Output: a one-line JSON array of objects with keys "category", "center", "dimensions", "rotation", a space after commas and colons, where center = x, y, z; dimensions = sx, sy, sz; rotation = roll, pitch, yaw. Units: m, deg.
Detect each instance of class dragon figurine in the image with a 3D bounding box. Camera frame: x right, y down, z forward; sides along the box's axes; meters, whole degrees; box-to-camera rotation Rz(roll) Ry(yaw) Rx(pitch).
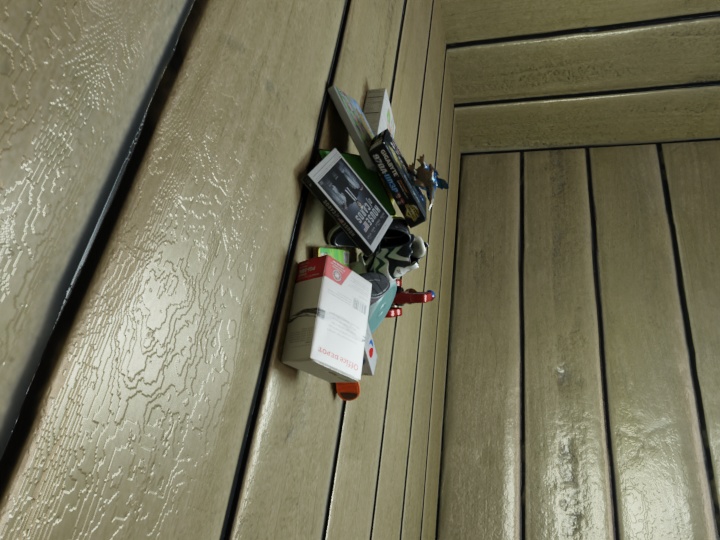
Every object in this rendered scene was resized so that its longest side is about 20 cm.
[{"category": "dragon figurine", "center": [0.164, -0.199, 1.274], "dimensions": [0.099, 0.059, 0.202], "rotation": [36, 23, -40]}]

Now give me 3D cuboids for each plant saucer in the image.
[{"category": "plant saucer", "center": [0.041, 0.092, 1.393], "dimensions": [0.201, 0.036, 0.201], "rotation": [-53, 163, -24]}]

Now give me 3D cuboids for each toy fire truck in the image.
[{"category": "toy fire truck", "center": [0.133, 0.081, 1.635], "dimensions": [0.200, 0.165, 0.114], "rotation": [5, 85, -73]}]

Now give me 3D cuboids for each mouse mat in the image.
[{"category": "mouse mat", "center": [-0.004, -0.192, 1.217], "dimensions": [0.199, 0.007, 0.163], "rotation": [-6, 68, -54]}]

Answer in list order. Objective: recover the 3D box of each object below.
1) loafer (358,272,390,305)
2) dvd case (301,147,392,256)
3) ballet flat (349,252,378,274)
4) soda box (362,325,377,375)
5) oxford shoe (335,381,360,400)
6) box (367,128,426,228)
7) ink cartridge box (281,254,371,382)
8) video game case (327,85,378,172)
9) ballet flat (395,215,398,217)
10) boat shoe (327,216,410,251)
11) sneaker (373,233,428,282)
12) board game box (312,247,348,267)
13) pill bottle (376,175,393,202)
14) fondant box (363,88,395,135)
[{"category": "loafer", "center": [-0.015, 0.061, 1.221], "dimensions": [0.199, 0.072, 0.063], "rotation": [-24, 155, -44]}, {"category": "dvd case", "center": [-0.021, -0.143, 1.131], "dimensions": [0.200, 0.025, 0.151], "rotation": [49, 35, -12]}, {"category": "ballet flat", "center": [0.000, 0.000, 1.360], "dimensions": [0.069, 0.067, 0.201], "rotation": [66, 29, -22]}, {"category": "soda box", "center": [-0.012, 0.166, 1.309], "dimensions": [0.064, 0.067, 0.202], "rotation": [-75, 158, -43]}, {"category": "oxford shoe", "center": [-0.038, 0.196, 1.252], "dimensions": [0.073, 0.070, 0.203], "rotation": [-97, -176, -62]}, {"category": "box", "center": [0.089, -0.215, 1.271], "dimensions": [0.202, 0.046, 0.159], "rotation": [58, 18, -18]}, {"category": "ink cartridge box", "center": [-0.060, 0.096, 1.044], "dimensions": [0.146, 0.082, 0.203], "rotation": [34, 55, -43]}, {"category": "video game case", "center": [0.003, -0.323, 1.294], "dimensions": [0.202, 0.022, 0.182], "rotation": [63, 17, 3]}, {"category": "ballet flat", "center": [0.026, -0.103, 1.422], "dimensions": [0.199, 0.066, 0.068], "rotation": [-24, 116, -46]}, {"category": "boat shoe", "center": [0.024, -0.079, 1.230], "dimensions": [0.063, 0.197, 0.075], "rotation": [-113, -155, -44]}, {"category": "sneaker", "center": [0.104, -0.067, 1.330], "dimensions": [0.080, 0.128, 0.201], "rotation": [58, 28, -36]}, {"category": "board game box", "center": [-0.065, 0.001, 1.203], "dimensions": [0.200, 0.029, 0.097], "rotation": [0, 90, -76]}, {"category": "pill bottle", "center": [0.018, -0.167, 1.338], "dimensions": [0.200, 0.109, 0.113], "rotation": [-58, 145, -62]}, {"category": "fondant box", "center": [0.048, -0.382, 1.536], "dimensions": [0.145, 0.057, 0.203], "rotation": [66, 29, -54]}]
